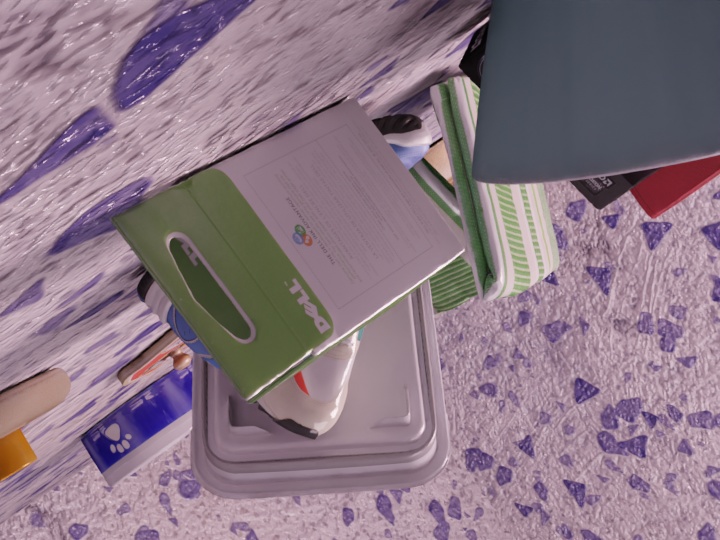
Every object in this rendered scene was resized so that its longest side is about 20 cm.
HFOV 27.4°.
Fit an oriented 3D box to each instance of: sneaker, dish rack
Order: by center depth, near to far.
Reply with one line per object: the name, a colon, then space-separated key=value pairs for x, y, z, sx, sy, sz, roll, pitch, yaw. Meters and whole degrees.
sneaker: x=-0.035 y=-0.020 z=0.890 sx=0.200 sy=0.077 sz=0.076 roll=-37 pitch=176 yaw=3
sneaker: x=-0.023 y=0.007 z=0.936 sx=0.093 sy=0.070 sz=0.201 roll=-46 pitch=-152 yaw=40
dish rack: x=-0.031 y=0.054 z=0.997 sx=0.170 sy=0.201 sz=0.044 roll=-4 pitch=140 yaw=-1

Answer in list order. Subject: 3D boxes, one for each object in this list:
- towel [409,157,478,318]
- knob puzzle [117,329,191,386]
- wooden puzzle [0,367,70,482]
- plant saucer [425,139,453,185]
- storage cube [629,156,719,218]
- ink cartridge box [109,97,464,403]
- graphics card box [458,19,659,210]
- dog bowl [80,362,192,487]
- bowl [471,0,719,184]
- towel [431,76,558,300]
towel: x=0.000 y=0.000 z=1.110 sx=0.199 sy=0.152 sz=0.023 roll=-32 pitch=-145 yaw=23
knob puzzle: x=-0.162 y=0.069 z=1.483 sx=0.219 sy=0.031 sz=0.220 roll=-36 pitch=178 yaw=-1
wooden puzzle: x=-0.297 y=0.154 z=0.993 sx=0.200 sy=0.046 sz=0.185 roll=-37 pitch=178 yaw=21
plant saucer: x=0.072 y=-0.095 z=1.494 sx=0.200 sy=0.036 sz=0.200 roll=-35 pitch=178 yaw=-2
storage cube: x=0.289 y=-0.181 z=1.227 sx=0.180 sy=0.171 sz=0.200 roll=-39 pitch=176 yaw=41
ink cartridge box: x=-0.042 y=-0.005 z=0.734 sx=0.059 sy=0.104 sz=0.200 roll=-38 pitch=177 yaw=39
graphics card box: x=0.166 y=-0.135 z=0.813 sx=0.200 sy=0.125 sz=0.051 roll=-36 pitch=-162 yaw=36
dog bowl: x=-0.276 y=0.204 z=2.003 sx=0.200 sy=0.079 sz=0.200 roll=-35 pitch=178 yaw=-1
bowl: x=0.140 y=-0.114 z=0.701 sx=0.200 sy=0.106 sz=0.201 roll=-13 pitch=-170 yaw=2
towel: x=0.097 y=-0.062 z=1.028 sx=0.023 sy=0.153 sz=0.200 roll=-13 pitch=-177 yaw=18
